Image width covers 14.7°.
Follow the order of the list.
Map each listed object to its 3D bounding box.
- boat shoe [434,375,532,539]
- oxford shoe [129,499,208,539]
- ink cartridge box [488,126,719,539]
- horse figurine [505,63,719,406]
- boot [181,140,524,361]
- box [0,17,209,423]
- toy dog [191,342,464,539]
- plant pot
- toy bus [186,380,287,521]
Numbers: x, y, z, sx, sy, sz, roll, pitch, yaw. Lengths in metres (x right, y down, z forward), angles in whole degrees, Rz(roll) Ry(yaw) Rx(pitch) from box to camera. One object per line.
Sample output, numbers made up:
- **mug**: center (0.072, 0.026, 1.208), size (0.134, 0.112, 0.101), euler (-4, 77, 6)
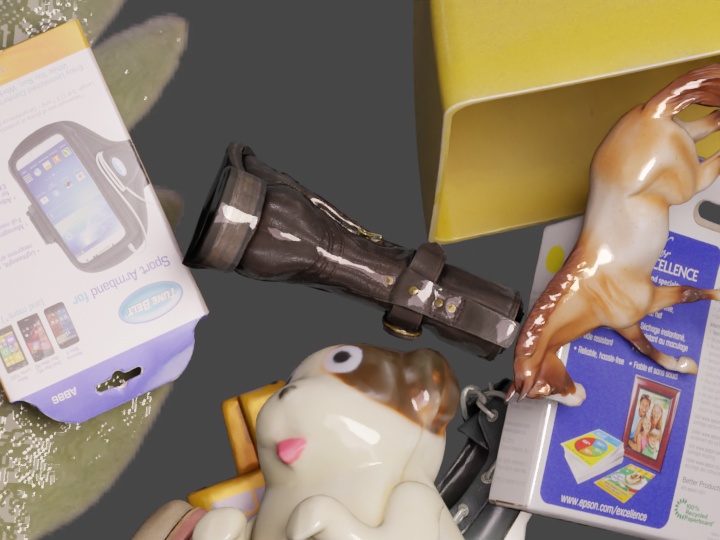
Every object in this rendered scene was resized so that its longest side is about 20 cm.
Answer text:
- **boat shoe**: center (0.078, 0.090, 1.505), size (0.062, 0.073, 0.201), euler (27, 89, -6)
- **oxford shoe**: center (-0.160, 0.183, 1.461), size (0.200, 0.070, 0.075), euler (-46, 77, 10)
- **ink cartridge box**: center (0.168, 0.044, 1.478), size (0.197, 0.047, 0.201), euler (16, 83, -37)
- **horse figurine**: center (0.149, -0.022, 1.387), size (0.132, 0.050, 0.201), euler (12, 105, -34)
- **boot**: center (0.000, 0.000, 1.445), size (0.173, 0.200, 0.070), euler (21, 96, -6)
- **box**: center (-0.166, -0.021, 1.510), size (0.119, 0.041, 0.201), euler (-24, 90, -6)
- **toy dog**: center (0.010, 0.135, 1.398), size (0.193, 0.139, 0.201), euler (-6, 82, -41)
- **plant pot**: center (0.115, -0.146, 1.472), size (0.199, 0.200, 0.177), euler (-12, 71, -6)
- **toy bus**: center (-0.038, 0.163, 1.493), size (0.078, 0.065, 0.201), euler (-19, 88, -4)
